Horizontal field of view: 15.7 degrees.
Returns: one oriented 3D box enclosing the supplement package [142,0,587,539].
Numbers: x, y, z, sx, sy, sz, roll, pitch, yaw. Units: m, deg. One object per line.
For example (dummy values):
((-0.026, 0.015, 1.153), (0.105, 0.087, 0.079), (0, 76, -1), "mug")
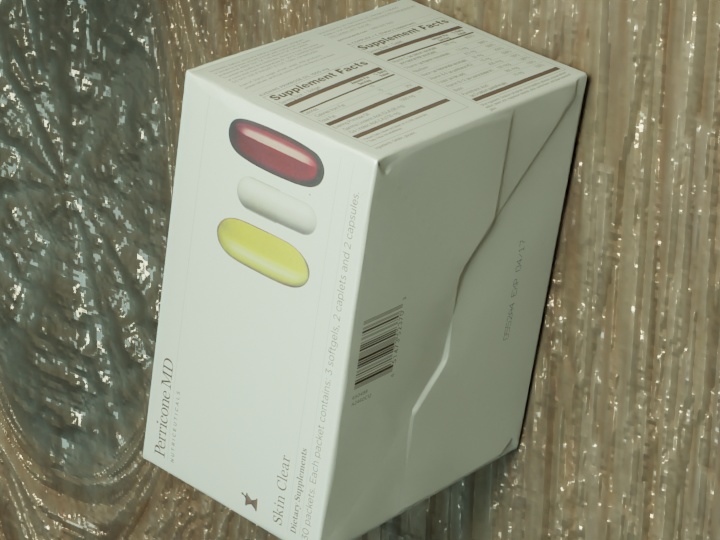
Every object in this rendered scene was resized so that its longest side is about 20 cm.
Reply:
((0.000, 0.000, 1.184), (0.111, 0.156, 0.200), (26, 122, 32), "supplement package")
